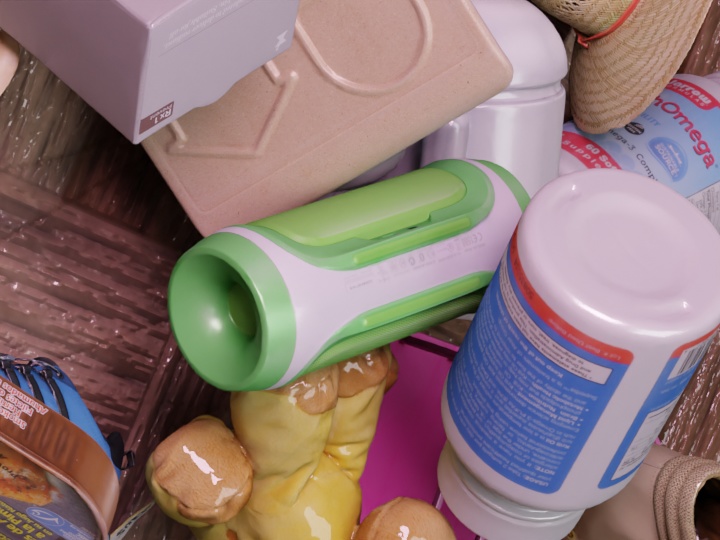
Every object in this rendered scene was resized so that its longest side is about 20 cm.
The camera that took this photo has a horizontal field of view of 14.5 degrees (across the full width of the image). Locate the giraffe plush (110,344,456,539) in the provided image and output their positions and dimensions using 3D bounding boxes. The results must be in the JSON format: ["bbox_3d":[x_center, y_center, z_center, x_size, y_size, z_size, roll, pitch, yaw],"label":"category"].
[{"bbox_3d":[-0.022,0.141,1.509,0.200,0.162,0.173,-48,168,29],"label":"giraffe plush"}]

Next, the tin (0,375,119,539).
[{"bbox_3d":[-0.207,0.082,1.365,0.200,0.112,0.042,36,43,-22],"label":"tin"}]

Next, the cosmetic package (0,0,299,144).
[{"bbox_3d":[-0.129,-0.163,1.309,0.107,0.200,0.090,-37,153,-33],"label":"cosmetic package"}]

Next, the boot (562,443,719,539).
[{"bbox_3d":[0.176,0.153,1.585,0.073,0.155,0.200,-51,132,-21],"label":"boot"}]

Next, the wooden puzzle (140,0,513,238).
[{"bbox_3d":[-0.048,-0.135,1.414,0.200,0.185,0.046,56,20,-14],"label":"wooden puzzle"}]

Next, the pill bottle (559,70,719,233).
[{"bbox_3d":[0.177,-0.055,1.730,0.200,0.109,0.109,-27,122,-37],"label":"pill bottle"}]

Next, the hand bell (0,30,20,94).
[{"bbox_3d":[-0.257,-0.144,1.295,0.104,0.104,0.200,-50,121,-20],"label":"hand bell"}]

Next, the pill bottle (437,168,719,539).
[{"bbox_3d":[0.105,0.052,1.439,0.112,0.112,0.200,-26,153,-37],"label":"pill bottle"}]

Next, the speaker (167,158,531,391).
[{"bbox_3d":[0.000,0.000,1.433,0.200,0.088,0.089,-19,117,-42],"label":"speaker"}]

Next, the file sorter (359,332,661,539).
[{"bbox_3d":[0.066,0.122,1.669,0.200,0.125,0.139,21,89,-47],"label":"file sorter"}]

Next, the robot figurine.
[{"bbox_3d":[0.057,-0.075,1.598,0.170,0.113,0.200,-66,161,-72],"label":"robot figurine"}]

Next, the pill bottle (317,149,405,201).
[{"bbox_3d":[-0.029,-0.107,1.499,0.112,0.112,0.200,-15,114,-41],"label":"pill bottle"}]

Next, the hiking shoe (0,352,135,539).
[{"bbox_3d":[-0.192,0.071,1.446,0.200,0.074,0.087,54,39,-39],"label":"hiking shoe"}]

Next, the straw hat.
[{"bbox_3d":[0.132,-0.179,1.623,0.085,0.201,0.201,21,89,-16],"label":"straw hat"}]
